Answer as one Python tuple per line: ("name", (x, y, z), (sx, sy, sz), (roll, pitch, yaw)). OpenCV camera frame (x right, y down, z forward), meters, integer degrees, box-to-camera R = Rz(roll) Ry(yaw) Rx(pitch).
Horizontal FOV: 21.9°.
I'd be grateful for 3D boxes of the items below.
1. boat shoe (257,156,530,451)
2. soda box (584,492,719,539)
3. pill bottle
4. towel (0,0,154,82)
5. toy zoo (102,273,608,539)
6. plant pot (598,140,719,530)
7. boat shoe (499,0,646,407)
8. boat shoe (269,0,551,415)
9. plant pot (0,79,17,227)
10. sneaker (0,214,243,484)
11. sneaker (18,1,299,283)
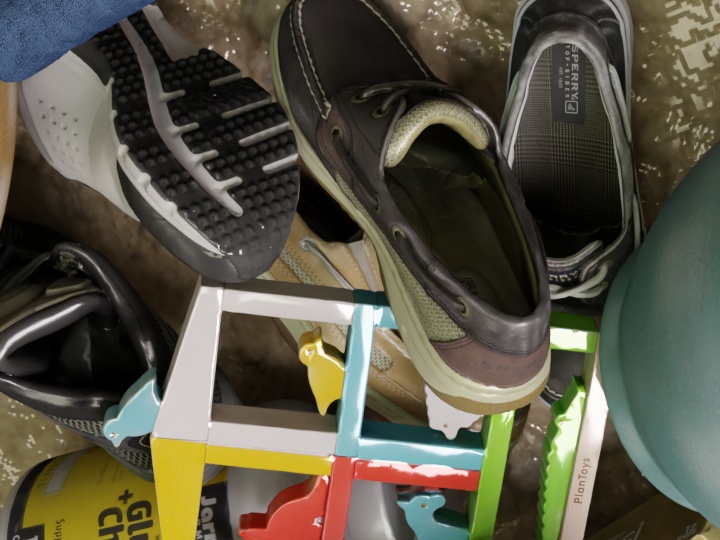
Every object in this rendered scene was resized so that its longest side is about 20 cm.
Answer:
("boat shoe", (0.000, 0.000, 0.797), (0.200, 0.072, 0.076), (38, 120, -1))
("soda box", (0.112, 0.161, 0.825), (0.068, 0.064, 0.200), (45, 129, -5))
("pill bottle", (-0.060, 0.122, 0.854), (0.199, 0.112, 0.112), (-16, 109, 25))
("towel", (-0.068, -0.152, 0.696), (0.200, 0.112, 0.049), (-27, 135, 28))
("toy zoo", (-0.004, 0.071, 0.750), (0.199, 0.020, 0.132), (6, 109, -5))
("plant pot", (0.175, 0.028, 0.698), (0.134, 0.200, 0.201), (-16, 111, 54))
("boat shoe", (0.080, -0.019, 0.759), (0.072, 0.071, 0.201), (1, 119, 17))
("boat shoe", (0.025, -0.042, 0.719), (0.201, 0.072, 0.066), (65, 153, 27))
("plant pot", (-0.189, -0.040, 0.798), (0.027, 0.200, 0.200), (11, 127, -31))
("sneaker", (-0.144, 0.013, 0.808), (0.199, 0.076, 0.114), (35, 169, 32))
("sneaker", (-0.090, -0.057, 0.771), (0.200, 0.074, 0.080), (51, 141, 36))
